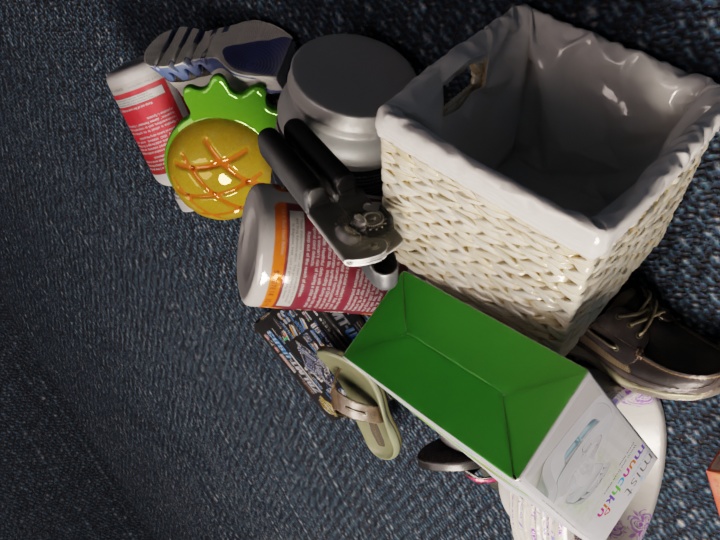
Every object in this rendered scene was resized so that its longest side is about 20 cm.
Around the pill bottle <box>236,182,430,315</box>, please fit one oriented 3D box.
[{"bbox_3d":[-0.010,-0.016,0.788,0.114,0.199,0.115,-175,90,-72],"label":"pill bottle"}]

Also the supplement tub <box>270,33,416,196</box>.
[{"bbox_3d":[-0.020,-0.124,0.857,0.140,0.140,0.201,39,145,19],"label":"supplement tub"}]

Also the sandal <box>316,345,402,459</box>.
[{"bbox_3d":[-0.003,0.187,1.127,0.080,0.057,0.202,0,123,49],"label":"sandal"}]

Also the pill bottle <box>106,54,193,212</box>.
[{"bbox_3d":[-0.240,-0.185,1.093,0.112,0.112,0.201,5,125,48],"label":"pill bottle"}]

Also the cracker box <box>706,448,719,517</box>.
[{"bbox_3d":[0.423,0.230,0.729,0.199,0.058,0.135,2,123,49],"label":"cracker box"}]

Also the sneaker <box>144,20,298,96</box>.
[{"bbox_3d":[-0.147,-0.226,0.983,0.198,0.081,0.115,10,154,28],"label":"sneaker"}]

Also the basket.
[{"bbox_3d":[0.144,-0.073,0.659,0.199,0.198,0.161,33,147,26],"label":"basket"}]

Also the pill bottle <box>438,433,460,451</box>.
[{"bbox_3d":[0.127,0.080,0.872,0.111,0.111,0.201,7,109,47],"label":"pill bottle"}]

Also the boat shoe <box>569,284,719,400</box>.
[{"bbox_3d":[0.244,0.055,0.767,0.199,0.074,0.074,21,136,37],"label":"boat shoe"}]

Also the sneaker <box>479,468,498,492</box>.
[{"bbox_3d":[0.212,0.246,0.989,0.200,0.076,0.076,45,141,-21],"label":"sneaker"}]

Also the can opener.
[{"bbox_3d":[-0.028,-0.055,0.705,0.200,0.053,0.067,51,158,44],"label":"can opener"}]

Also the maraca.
[{"bbox_3d":[-0.156,-0.138,0.958,0.136,0.107,0.201,11,136,-12],"label":"maraca"}]

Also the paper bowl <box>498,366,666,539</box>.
[{"bbox_3d":[0.212,0.195,0.820,0.104,0.200,0.202,13,131,43],"label":"paper bowl"}]

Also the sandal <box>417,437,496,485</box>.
[{"bbox_3d":[0.153,0.203,0.908,0.075,0.199,0.045,18,109,59],"label":"sandal"}]

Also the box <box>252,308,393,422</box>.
[{"bbox_3d":[-0.048,0.117,1.206,0.200,0.050,0.198,52,148,-2],"label":"box"}]

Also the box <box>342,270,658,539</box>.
[{"bbox_3d":[0.113,0.114,0.681,0.200,0.097,0.176,30,171,46],"label":"box"}]

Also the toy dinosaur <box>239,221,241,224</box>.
[{"bbox_3d":[-0.061,-0.040,1.029,0.136,0.102,0.200,55,149,-13],"label":"toy dinosaur"}]
